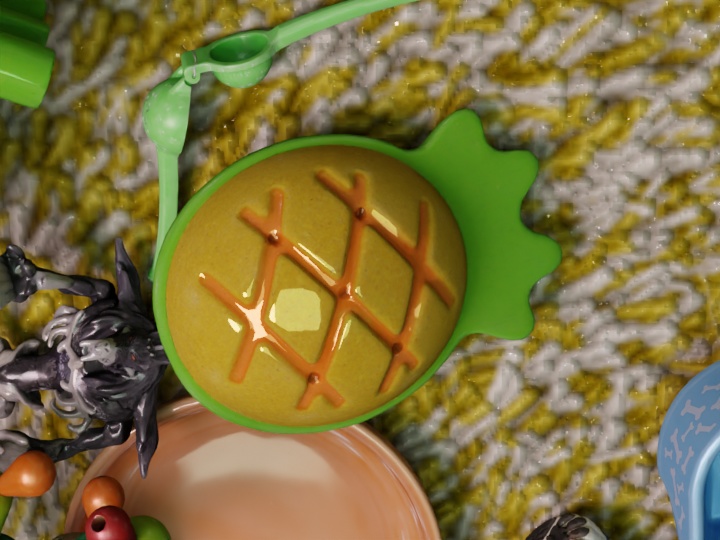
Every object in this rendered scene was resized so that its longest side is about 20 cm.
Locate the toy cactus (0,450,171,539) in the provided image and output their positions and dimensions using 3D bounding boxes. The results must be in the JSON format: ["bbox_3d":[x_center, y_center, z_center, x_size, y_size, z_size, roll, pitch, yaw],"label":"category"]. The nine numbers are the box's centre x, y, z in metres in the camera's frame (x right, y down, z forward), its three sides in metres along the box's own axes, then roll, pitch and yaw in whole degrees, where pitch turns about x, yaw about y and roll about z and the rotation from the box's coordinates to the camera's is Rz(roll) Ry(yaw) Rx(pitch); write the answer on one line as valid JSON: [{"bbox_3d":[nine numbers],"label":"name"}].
[{"bbox_3d":[-0.151,0.148,0.754,0.199,0.165,0.103,-25,65,23],"label":"toy cactus"}]

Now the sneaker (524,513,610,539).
[{"bbox_3d":[0.075,0.224,0.847,0.089,0.079,0.200,42,105,-8],"label":"sneaker"}]

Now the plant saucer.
[{"bbox_3d":[-0.055,0.150,0.851,0.198,0.037,0.202,1,108,3],"label":"plant saucer"}]

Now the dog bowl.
[{"bbox_3d":[0.203,0.140,0.791,0.110,0.050,0.202,-2,106,4],"label":"dog bowl"}]

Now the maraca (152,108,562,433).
[{"bbox_3d":[0.000,0.000,0.767,0.198,0.107,0.138,-19,103,-13],"label":"maraca"}]

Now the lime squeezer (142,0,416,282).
[{"bbox_3d":[-0.058,-0.080,0.777,0.071,0.038,0.200,41,104,-10],"label":"lime squeezer"}]

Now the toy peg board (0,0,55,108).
[{"bbox_3d":[-0.206,-0.055,0.715,0.097,0.200,0.201,16,107,-18],"label":"toy peg board"}]

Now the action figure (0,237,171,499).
[{"bbox_3d":[-0.168,0.051,0.783,0.198,0.102,0.120,-10,87,12],"label":"action figure"}]
